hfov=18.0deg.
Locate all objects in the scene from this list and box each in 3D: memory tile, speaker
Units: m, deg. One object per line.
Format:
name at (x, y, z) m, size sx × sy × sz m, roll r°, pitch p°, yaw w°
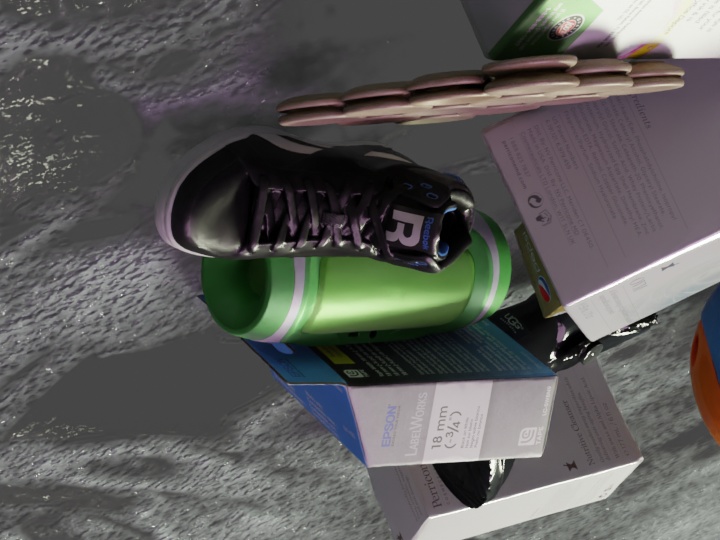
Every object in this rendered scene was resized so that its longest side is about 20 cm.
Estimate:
memory tile at (0.064, -0.097, 1.243) m, size 0.199 × 0.017 × 0.153 m, roll -5°, pitch -179°, yaw 42°
speaker at (0.000, 0.000, 1.431) m, size 0.199 × 0.089 × 0.088 m, roll -2°, pitch 150°, yaw -40°

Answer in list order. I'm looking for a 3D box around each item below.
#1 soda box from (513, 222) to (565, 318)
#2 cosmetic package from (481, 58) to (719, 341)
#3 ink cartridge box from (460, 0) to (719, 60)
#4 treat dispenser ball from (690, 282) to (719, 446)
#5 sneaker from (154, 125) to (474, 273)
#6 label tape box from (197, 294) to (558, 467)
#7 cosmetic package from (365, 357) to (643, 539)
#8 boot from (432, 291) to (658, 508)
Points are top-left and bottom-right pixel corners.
soda box at (0.213, -0.031, 1.570) m, size 0.199 × 0.068 × 0.064 m, roll -16°, pitch 169°, yaw -17°
cosmetic package at (0.198, -0.059, 1.396) m, size 0.199 × 0.124 × 0.199 m, roll -27°, pitch 169°, yaw 6°
ink cartridge box at (0.164, -0.183, 1.182) m, size 0.199 × 0.084 × 0.145 m, roll -5°, pitch 151°, yaw -36°
treat dispenser ball at (0.358, 0.074, 1.776) m, size 0.199 × 0.202 × 0.201 m, roll -19°, pitch 157°, yaw -8°
sneaker at (-0.012, -0.037, 1.291) m, size 0.199 × 0.111 × 0.074 m, roll -9°, pitch 112°, yaw -45°
label tape box at (0.006, 0.069, 1.477) m, size 0.199 × 0.144 × 0.064 m, roll -1°, pitch 112°, yaw -29°
cosmetic package at (0.108, 0.142, 1.810) m, size 0.199 × 0.113 × 0.081 m, roll -14°, pitch 156°, yaw -26°
boot at (0.138, 0.075, 1.667) m, size 0.167 × 0.076 × 0.201 m, roll -27°, pitch 147°, yaw -26°
